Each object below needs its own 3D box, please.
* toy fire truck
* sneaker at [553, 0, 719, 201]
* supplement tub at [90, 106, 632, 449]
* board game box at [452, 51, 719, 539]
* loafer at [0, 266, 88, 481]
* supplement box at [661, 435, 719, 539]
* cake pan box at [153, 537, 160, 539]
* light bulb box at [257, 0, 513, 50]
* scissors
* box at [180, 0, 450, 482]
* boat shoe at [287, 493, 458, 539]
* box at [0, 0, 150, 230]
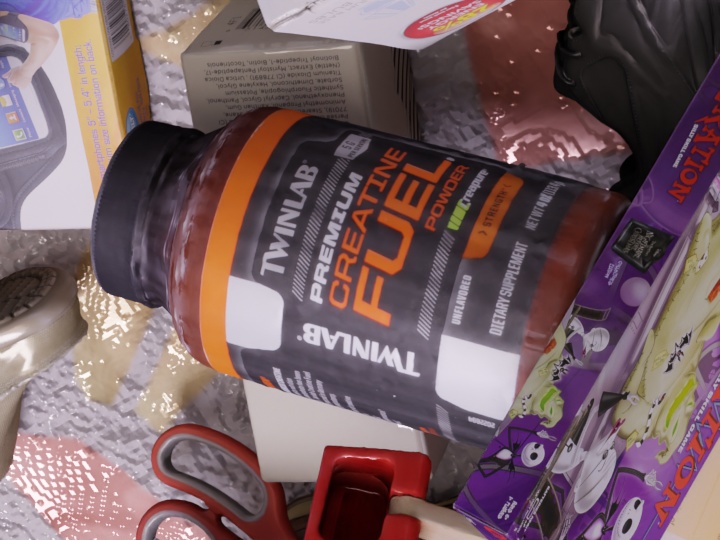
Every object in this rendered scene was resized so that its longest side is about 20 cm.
[{"bbox_3d":[0.074,0.140,0.979,0.198,0.049,0.141,10,145,3],"label":"toy fire truck"},{"bbox_3d":[0.112,-0.105,0.939,0.090,0.076,0.201,-6,111,26],"label":"sneaker"},{"bbox_3d":[0.000,0.000,0.916,0.199,0.107,0.108,14,119,17],"label":"supplement tub"},{"bbox_3d":[0.112,0.023,0.868,0.032,0.120,0.201,26,79,27],"label":"board game box"},{"bbox_3d":[-0.183,0.067,1.110,0.068,0.076,0.200,46,128,-10],"label":"loafer"},{"bbox_3d":[0.168,0.068,0.953,0.199,0.074,0.127,24,86,18],"label":"supplement box"},{"bbox_3d":[0.000,0.211,1.035,0.183,0.052,0.200,22,156,34],"label":"cake pan box"},{"bbox_3d":[0.039,-0.209,0.841,0.197,0.125,0.201,-25,81,26],"label":"light bulb box"},{"bbox_3d":[-0.017,0.136,1.054,0.199,0.014,0.074,27,97,24],"label":"scissors"},{"bbox_3d":[-0.013,-0.012,1.021,0.082,0.068,0.201,-1,115,17],"label":"box"},{"bbox_3d":[0.046,0.137,1.075,0.199,0.068,0.073,-6,113,19],"label":"boat shoe"},{"bbox_3d":[-0.192,-0.077,1.059,0.198,0.042,0.120,-2,114,15],"label":"box"}]
